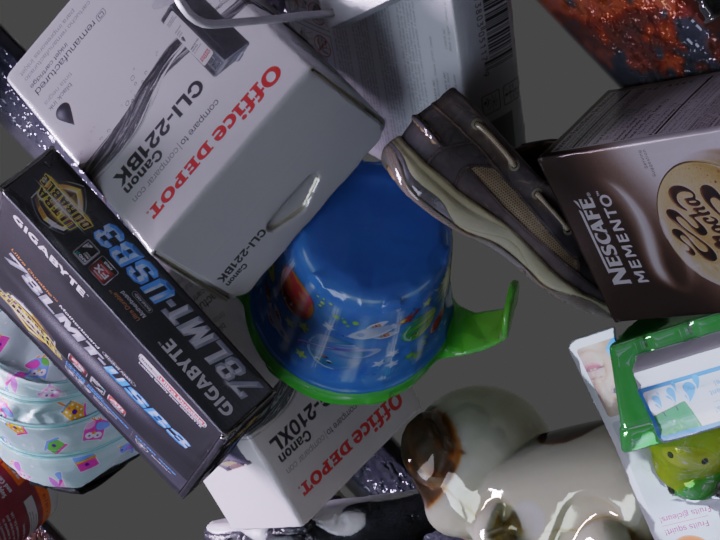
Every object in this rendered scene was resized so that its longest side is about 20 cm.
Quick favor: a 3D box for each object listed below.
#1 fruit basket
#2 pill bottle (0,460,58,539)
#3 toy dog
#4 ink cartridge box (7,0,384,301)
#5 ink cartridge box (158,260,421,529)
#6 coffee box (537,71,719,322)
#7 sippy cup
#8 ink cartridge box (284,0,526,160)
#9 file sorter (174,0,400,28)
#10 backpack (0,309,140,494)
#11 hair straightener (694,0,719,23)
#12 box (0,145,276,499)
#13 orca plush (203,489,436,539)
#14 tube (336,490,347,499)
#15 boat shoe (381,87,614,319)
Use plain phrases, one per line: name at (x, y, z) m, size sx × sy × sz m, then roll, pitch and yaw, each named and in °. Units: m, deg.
fruit basket at (0.230, 0.107, 1.176) m, size 0.185 × 0.094 × 0.200 m, roll -19°, pitch 93°, yaw 33°
pill bottle at (-0.369, 0.229, 1.822) m, size 0.113 × 0.200 × 0.113 m, roll 26°, pitch 138°, yaw 25°
toy dog at (0.118, 0.142, 1.326) m, size 0.200 × 0.139 × 0.194 m, roll 18°, pitch 121°, yaw 33°
ink cartridge box at (-0.101, -0.101, 1.247) m, size 0.200 × 0.144 × 0.084 m, roll 47°, pitch -171°, yaw 38°
ink cartridge box at (-0.067, 0.056, 1.417) m, size 0.084 × 0.145 × 0.200 m, roll -9°, pitch 117°, yaw 49°
coffee box at (0.209, -0.044, 1.112) m, size 0.200 × 0.080 × 0.113 m, roll -7°, pitch 118°, yaw 47°
sippy cup at (0.000, 0.000, 1.284) m, size 0.130 × 0.178 × 0.140 m, roll 111°, pitch 140°, yaw -67°
ink cartridge box at (0.015, -0.142, 1.257) m, size 0.200 × 0.057 × 0.163 m, roll 36°, pitch 146°, yaw 45°
file sorter at (-0.011, -0.218, 1.098) m, size 0.200 × 0.124 × 0.139 m, roll -18°, pitch 85°, yaw 51°
backpack at (-0.188, 0.062, 1.496) m, size 0.167 × 0.200 × 0.127 m, roll 16°, pitch 133°, yaw 36°
hair straightener at (0.188, -0.167, 1.065) m, size 0.200 × 0.041 × 0.077 m, roll 4°, pitch 126°, yaw 37°
box at (-0.148, 0.039, 1.281) m, size 0.200 × 0.050 × 0.199 m, roll 47°, pitch 161°, yaw 2°
orca plush at (-0.006, 0.197, 1.469) m, size 0.105 × 0.200 × 0.071 m, roll 178°, pitch 82°, yaw -81°
tube at (-0.033, 0.186, 1.585) m, size 0.200 × 0.052 × 0.058 m, roll 48°, pitch -179°, yaw -8°
boat shoe at (0.104, -0.037, 1.192) m, size 0.200 × 0.073 × 0.075 m, roll 30°, pitch -167°, yaw -34°
